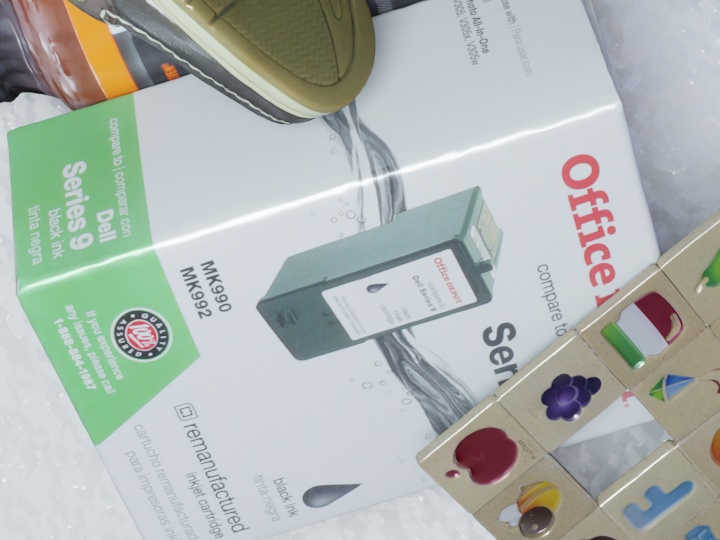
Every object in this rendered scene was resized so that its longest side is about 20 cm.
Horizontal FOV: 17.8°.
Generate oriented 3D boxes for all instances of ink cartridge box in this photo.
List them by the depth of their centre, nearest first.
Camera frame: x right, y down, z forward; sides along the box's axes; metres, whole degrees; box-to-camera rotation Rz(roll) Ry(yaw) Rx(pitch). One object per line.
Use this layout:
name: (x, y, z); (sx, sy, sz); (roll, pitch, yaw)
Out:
ink cartridge box: (0.000, 0.000, 0.768); (0.199, 0.084, 0.146); (-17, 132, 4)

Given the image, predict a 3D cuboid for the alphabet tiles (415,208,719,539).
alphabet tiles: (0.136, 0.066, 0.789); (0.167, 0.008, 0.200); (-39, 128, 6)

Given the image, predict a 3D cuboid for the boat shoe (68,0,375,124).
boat shoe: (-0.082, -0.116, 0.694); (0.201, 0.072, 0.066); (42, 139, -13)

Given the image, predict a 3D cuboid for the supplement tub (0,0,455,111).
supplement tub: (-0.054, -0.115, 0.775); (0.199, 0.107, 0.107); (-18, 97, 4)
